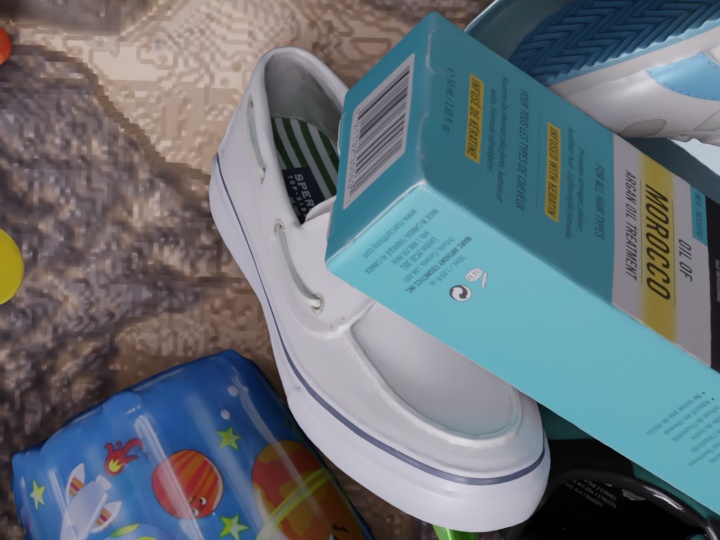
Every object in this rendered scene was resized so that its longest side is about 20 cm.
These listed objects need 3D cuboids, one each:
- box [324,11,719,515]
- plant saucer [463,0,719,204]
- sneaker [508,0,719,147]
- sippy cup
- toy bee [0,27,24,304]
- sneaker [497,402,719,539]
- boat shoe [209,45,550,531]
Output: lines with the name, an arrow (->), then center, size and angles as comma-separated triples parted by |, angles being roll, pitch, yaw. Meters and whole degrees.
box -> 0.083, 0.007, 0.825 | 0.199, 0.083, 0.049 | 31, 129, -23
plant saucer -> 0.109, -0.018, 0.911 | 0.199, 0.027, 0.202 | 0, 99, 3
sneaker -> 0.142, -0.066, 0.850 | 0.199, 0.077, 0.081 | -13, 116, 12
sippy cup -> -0.054, 0.104, 0.895 | 0.177, 0.140, 0.131 | -25, 81, -12
toy bee -> -0.161, -0.044, 0.909 | 0.199, 0.109, 0.131 | -31, 101, 31
sneaker -> 0.122, 0.106, 0.881 | 0.199, 0.080, 0.072 | 27, 118, -13
boat shoe -> 0.000, 0.000, 0.849 | 0.073, 0.200, 0.067 | -13, 133, -27
